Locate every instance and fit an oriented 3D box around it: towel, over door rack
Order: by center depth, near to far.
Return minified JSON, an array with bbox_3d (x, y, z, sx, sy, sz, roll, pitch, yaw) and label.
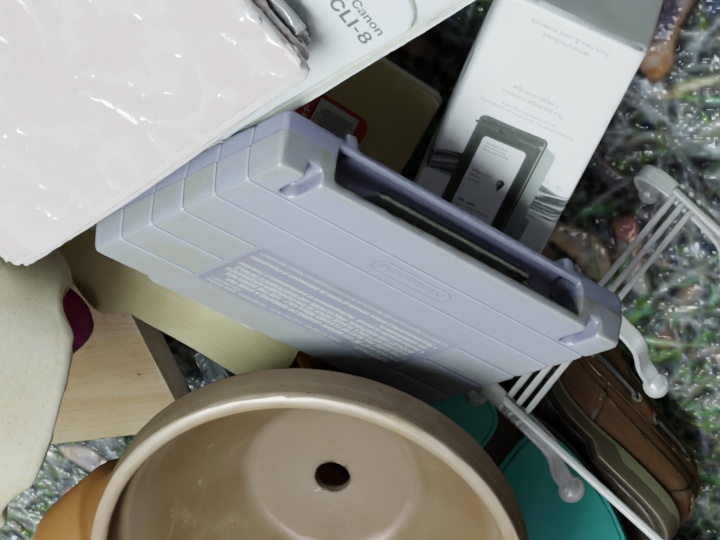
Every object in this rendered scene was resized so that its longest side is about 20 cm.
[{"bbox_3d":[-0.142,-0.108,0.745,0.191,0.032,0.200,-29,113,36],"label":"towel"},{"bbox_3d":[0.167,0.069,0.938,0.200,0.148,0.067,40,171,6],"label":"over door rack"}]

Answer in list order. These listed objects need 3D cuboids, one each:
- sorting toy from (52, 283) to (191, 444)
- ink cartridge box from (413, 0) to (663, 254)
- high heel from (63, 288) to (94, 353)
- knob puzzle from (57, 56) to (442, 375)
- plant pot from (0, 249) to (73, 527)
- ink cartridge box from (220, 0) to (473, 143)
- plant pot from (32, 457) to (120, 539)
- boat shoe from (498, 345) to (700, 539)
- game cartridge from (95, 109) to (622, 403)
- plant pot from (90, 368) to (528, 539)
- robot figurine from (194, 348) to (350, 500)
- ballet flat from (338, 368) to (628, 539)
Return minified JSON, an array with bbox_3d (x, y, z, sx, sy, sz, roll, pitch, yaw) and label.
[{"bbox_3d":[-0.207,-0.001,1.082,0.199,0.070,0.200,-8,123,25],"label":"sorting toy"},{"bbox_3d":[0.072,-0.066,0.900,0.068,0.116,0.201,24,131,0],"label":"ink cartridge box"},{"bbox_3d":[-0.220,-0.008,0.975,0.199,0.067,0.096,17,144,38],"label":"high heel"},{"bbox_3d":[-0.083,-0.064,0.925,0.218,0.030,0.221,7,113,15],"label":"knob puzzle"},{"bbox_3d":[-0.230,0.030,0.847,0.183,0.201,0.201,15,135,-27],"label":"plant pot"},{"bbox_3d":[-0.019,-0.181,0.790,0.144,0.200,0.145,-28,113,34],"label":"ink cartridge box"},{"bbox_3d":[-0.062,0.162,1.086,0.200,0.200,0.140,41,113,-13],"label":"plant pot"},{"bbox_3d":[0.099,0.059,1.019,0.072,0.068,0.200,-30,101,45],"label":"boat shoe"},{"bbox_3d":[0.000,0.000,0.841,0.199,0.039,0.129,27,151,-36],"label":"game cartridge"},{"bbox_3d":[-0.019,0.119,0.915,0.199,0.093,0.202,3,120,6],"label":"plant pot"},{"bbox_3d":[-0.010,0.081,1.028,0.058,0.145,0.200,-36,105,16],"label":"robot figurine"},{"bbox_3d":[0.059,0.093,0.984,0.200,0.073,0.073,47,127,-10],"label":"ballet flat"}]
